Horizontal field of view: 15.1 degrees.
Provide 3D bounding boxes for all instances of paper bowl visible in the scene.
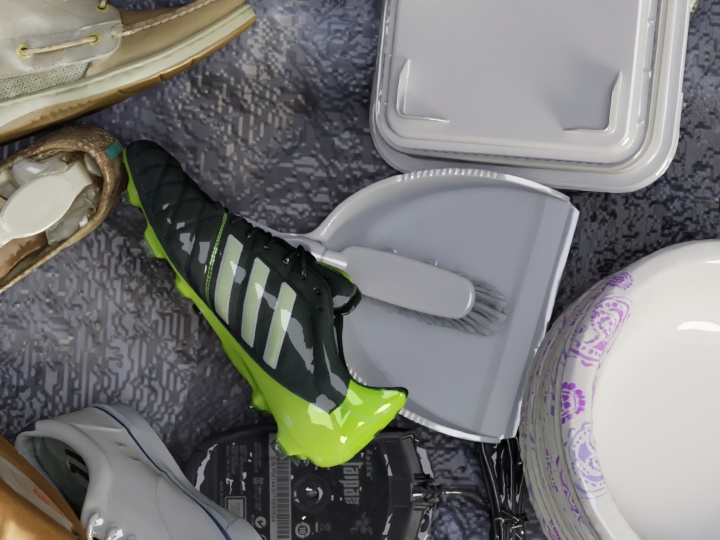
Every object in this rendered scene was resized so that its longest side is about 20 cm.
[{"bbox_3d":[0.177,0.091,1.420,0.200,0.104,0.201,6,74,-21],"label":"paper bowl"}]

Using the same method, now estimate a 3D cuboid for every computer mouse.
[{"bbox_3d":[0.000,0.147,1.447,0.200,0.046,0.141,-5,87,-18],"label":"computer mouse"}]

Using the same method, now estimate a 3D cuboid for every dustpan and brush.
[{"bbox_3d":[0.000,0.000,1.435,0.200,0.057,0.140,16,90,23],"label":"dustpan and brush"}]

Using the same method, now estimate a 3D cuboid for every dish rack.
[{"bbox_3d":[0.086,-0.146,1.424,0.171,0.044,0.201,5,88,20],"label":"dish rack"}]

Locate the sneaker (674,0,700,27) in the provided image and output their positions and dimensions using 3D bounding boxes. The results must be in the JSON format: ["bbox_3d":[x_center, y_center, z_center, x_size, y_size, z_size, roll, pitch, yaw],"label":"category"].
[{"bbox_3d":[0.169,-0.202,1.453,0.085,0.077,0.200,32,86,-1],"label":"sneaker"}]

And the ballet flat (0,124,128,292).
[{"bbox_3d":[-0.207,-0.010,1.410,0.200,0.065,0.071,-40,95,-5],"label":"ballet flat"}]

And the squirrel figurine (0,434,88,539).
[{"bbox_3d":[-0.204,0.187,1.293,0.200,0.142,0.187,43,90,-3],"label":"squirrel figurine"}]

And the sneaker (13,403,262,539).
[{"bbox_3d":[-0.109,0.141,1.368,0.071,0.200,0.073,-9,126,-36],"label":"sneaker"}]

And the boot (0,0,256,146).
[{"bbox_3d":[-0.169,-0.155,1.413,0.200,0.072,0.155,-20,90,-3],"label":"boot"}]

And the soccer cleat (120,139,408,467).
[{"bbox_3d":[-0.050,0.008,1.403,0.081,0.068,0.200,-35,83,5],"label":"soccer cleat"}]
